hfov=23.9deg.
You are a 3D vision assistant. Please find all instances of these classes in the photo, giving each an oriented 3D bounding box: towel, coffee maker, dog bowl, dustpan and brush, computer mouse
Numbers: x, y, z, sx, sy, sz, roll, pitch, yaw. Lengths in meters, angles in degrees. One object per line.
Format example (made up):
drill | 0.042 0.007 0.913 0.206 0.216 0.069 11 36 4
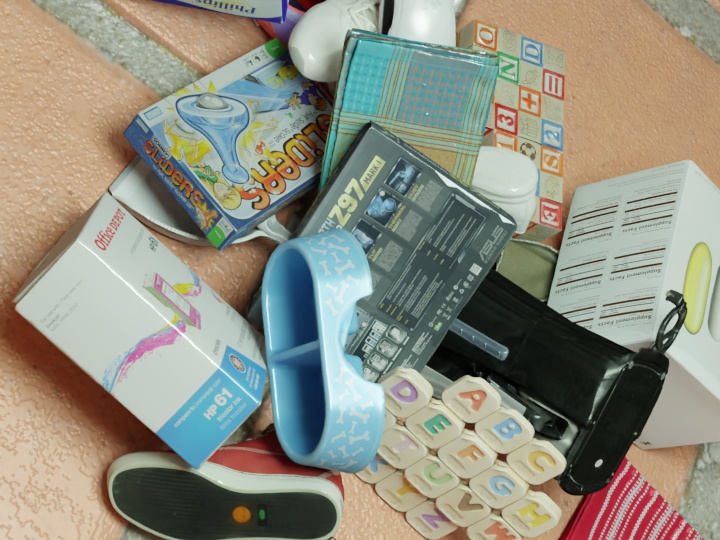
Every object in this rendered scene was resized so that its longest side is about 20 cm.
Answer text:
towel | 0.283 0.288 1.671 0.200 0.022 0.145 45 57 -11
coffee maker | 0.167 0.075 1.539 0.199 0.135 0.192 32 74 32
dog bowl | -0.035 0.065 1.388 0.049 0.111 0.203 1 79 -32
towel | 0.038 -0.104 1.507 0.145 0.022 0.202 6 107 -19
dustpan and brush | -0.108 -0.055 1.527 0.200 0.057 0.140 43 56 -12
computer mouse | 0.047 -0.173 1.519 0.108 0.044 0.202 -1 105 -17

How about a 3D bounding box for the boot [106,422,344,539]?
boot | -0.111 0.166 1.451 0.197 0.073 0.145 6 24 -1

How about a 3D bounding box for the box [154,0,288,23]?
box | -0.139 -0.348 1.546 0.182 0.105 0.202 10 66 1

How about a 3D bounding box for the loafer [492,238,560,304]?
loafer | 0.126 0.002 1.645 0.198 0.070 0.076 -1 73 -32

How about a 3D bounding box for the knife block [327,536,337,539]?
knife block | -0.023 0.308 1.450 0.174 0.064 0.202 -15 82 -34

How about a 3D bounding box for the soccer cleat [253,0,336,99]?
soccer cleat | -0.019 -0.211 1.604 0.200 0.077 0.067 41 57 6

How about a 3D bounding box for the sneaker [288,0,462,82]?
sneaker | 0.019 -0.235 1.556 0.199 0.080 0.071 -30 92 -31

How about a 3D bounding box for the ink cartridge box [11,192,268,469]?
ink cartridge box | -0.174 0.046 1.395 0.200 0.085 0.145 42 13 -12

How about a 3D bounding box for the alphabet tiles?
alphabet tiles | 0.078 0.168 1.481 0.200 0.195 0.015 44 44 -11

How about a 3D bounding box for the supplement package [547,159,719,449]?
supplement package | 0.299 0.038 1.669 0.191 0.146 0.202 37 56 -33

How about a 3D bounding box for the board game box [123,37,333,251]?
board game box | -0.099 -0.116 1.522 0.136 0.034 0.200 49 45 3

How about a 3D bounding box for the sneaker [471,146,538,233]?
sneaker | 0.075 -0.088 1.626 0.199 0.089 0.075 26 56 24

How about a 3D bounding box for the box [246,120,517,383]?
box | 0.017 -0.004 1.479 0.157 0.051 0.201 32 98 -8

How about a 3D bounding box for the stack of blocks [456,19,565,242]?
stack of blocks | 0.142 -0.137 1.711 0.114 0.058 0.202 14 66 -27
